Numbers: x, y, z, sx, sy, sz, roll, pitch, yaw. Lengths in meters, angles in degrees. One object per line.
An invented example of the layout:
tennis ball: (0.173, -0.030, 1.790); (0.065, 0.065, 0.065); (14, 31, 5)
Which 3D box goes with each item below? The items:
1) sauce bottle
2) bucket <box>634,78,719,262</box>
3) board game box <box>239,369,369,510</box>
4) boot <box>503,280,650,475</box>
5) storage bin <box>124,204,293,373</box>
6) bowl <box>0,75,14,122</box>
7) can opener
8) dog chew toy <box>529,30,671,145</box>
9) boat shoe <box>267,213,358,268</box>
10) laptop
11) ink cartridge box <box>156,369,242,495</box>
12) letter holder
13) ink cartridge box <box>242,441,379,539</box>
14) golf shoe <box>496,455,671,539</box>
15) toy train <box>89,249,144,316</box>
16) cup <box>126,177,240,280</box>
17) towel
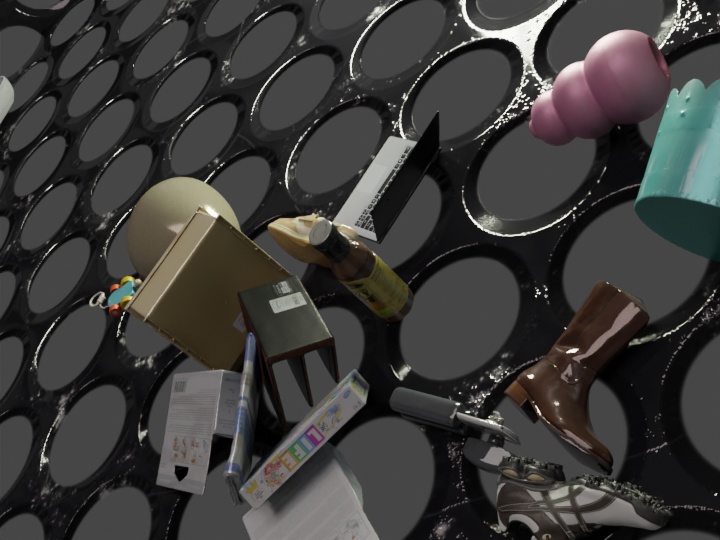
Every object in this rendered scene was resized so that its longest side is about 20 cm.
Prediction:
sauce bottle: (0.000, 0.000, 1.258); (0.064, 0.200, 0.066); (-24, 44, 26)
bucket: (0.410, -0.099, 0.988); (0.205, 0.206, 0.137); (17, 79, 46)
board game box: (-0.072, 0.223, 1.210); (0.200, 0.034, 0.134); (-44, 0, 4)
boot: (0.282, 0.113, 1.035); (0.200, 0.064, 0.186); (-45, 39, -4)
storage bin: (-0.228, 0.042, 1.425); (0.202, 0.198, 0.093); (-55, 30, -11)
bowl: (-1.132, -0.482, 2.708); (0.197, 0.075, 0.203); (-1, 58, 41)
can opener: (0.114, 0.193, 1.119); (0.198, 0.053, 0.067); (15, 69, 46)
dog chew toy: (0.322, -0.240, 1.237); (0.198, 0.124, 0.126); (-28, 43, 32)
boat shoe: (-0.075, -0.056, 1.473); (0.198, 0.074, 0.069); (20, 60, 46)
laptop: (0.035, -0.155, 1.414); (0.198, 0.116, 0.189); (22, 74, 47)
ink cartridge box: (-0.243, 0.242, 1.353); (0.199, 0.043, 0.177); (-13, 68, 57)
letter holder: (-0.103, 0.124, 1.329); (0.099, 0.145, 0.200); (-16, 29, -13)
ink cartridge box: (-0.055, 0.344, 1.155); (0.160, 0.047, 0.201); (-43, 43, 4)
golf shoe: (0.233, 0.262, 0.961); (0.198, 0.077, 0.096); (4, 78, 44)
toy train: (-0.430, 0.008, 1.736); (0.149, 0.056, 0.202); (14, 65, 47)
cup: (-0.278, -0.046, 1.523); (0.202, 0.200, 0.142); (-55, 36, -10)
towel: (-0.161, 0.208, 1.236); (0.023, 0.148, 0.204); (4, 61, 0)
